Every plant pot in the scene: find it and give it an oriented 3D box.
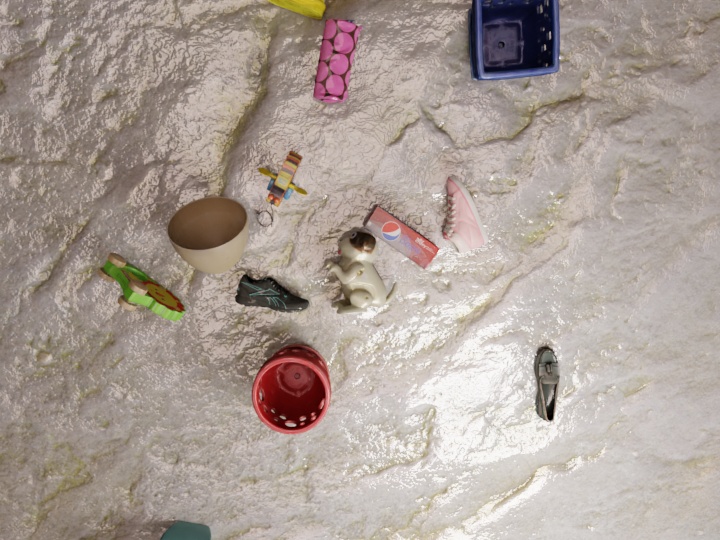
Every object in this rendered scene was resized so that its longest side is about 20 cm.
[{"bbox_3d":[-0.174,0.295,1.678,0.197,0.183,0.203,0,99,-2],"label":"plant pot"},{"bbox_3d":[0.358,-0.561,1.566,0.197,0.180,0.203,-5,100,-1],"label":"plant pot"},{"bbox_3d":[-0.370,-0.071,1.630,0.197,0.202,0.135,-6,135,-1],"label":"plant pot"},{"bbox_3d":[-0.471,0.769,1.732,0.139,0.200,0.143,12,99,-3],"label":"plant pot"}]

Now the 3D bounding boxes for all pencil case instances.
[{"bbox_3d":[-0.058,-0.518,1.609,0.092,0.091,0.203,9,101,-17],"label":"pencil case"}]

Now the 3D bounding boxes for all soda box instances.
[{"bbox_3d":[0.106,-0.088,1.689,0.199,0.063,0.070,34,97,-7],"label":"soda box"}]

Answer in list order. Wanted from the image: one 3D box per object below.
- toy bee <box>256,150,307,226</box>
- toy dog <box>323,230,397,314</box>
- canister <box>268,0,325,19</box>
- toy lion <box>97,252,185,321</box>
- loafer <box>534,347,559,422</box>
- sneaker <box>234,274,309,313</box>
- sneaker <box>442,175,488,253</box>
[{"bbox_3d":[-0.198,-0.203,1.640,0.129,0.109,0.203,5,99,-4],"label":"toy bee"},{"bbox_3d":[0.000,0.000,1.664,0.191,0.140,0.203,-4,97,-2],"label":"toy dog"},{"bbox_3d":[-0.132,-0.738,1.572,0.147,0.087,0.202,18,96,-5],"label":"canister"},{"bbox_3d":[-0.542,0.052,1.647,0.200,0.191,0.069,41,97,33],"label":"toy lion"},{"bbox_3d":[0.515,0.313,1.764,0.071,0.063,0.203,-2,99,-2],"label":"loafer"},{"bbox_3d":[-0.228,0.063,1.696,0.197,0.075,0.080,10,96,-4],"label":"sneaker"},{"bbox_3d":[0.248,-0.137,1.679,0.104,0.075,0.202,-27,103,-3],"label":"sneaker"}]
